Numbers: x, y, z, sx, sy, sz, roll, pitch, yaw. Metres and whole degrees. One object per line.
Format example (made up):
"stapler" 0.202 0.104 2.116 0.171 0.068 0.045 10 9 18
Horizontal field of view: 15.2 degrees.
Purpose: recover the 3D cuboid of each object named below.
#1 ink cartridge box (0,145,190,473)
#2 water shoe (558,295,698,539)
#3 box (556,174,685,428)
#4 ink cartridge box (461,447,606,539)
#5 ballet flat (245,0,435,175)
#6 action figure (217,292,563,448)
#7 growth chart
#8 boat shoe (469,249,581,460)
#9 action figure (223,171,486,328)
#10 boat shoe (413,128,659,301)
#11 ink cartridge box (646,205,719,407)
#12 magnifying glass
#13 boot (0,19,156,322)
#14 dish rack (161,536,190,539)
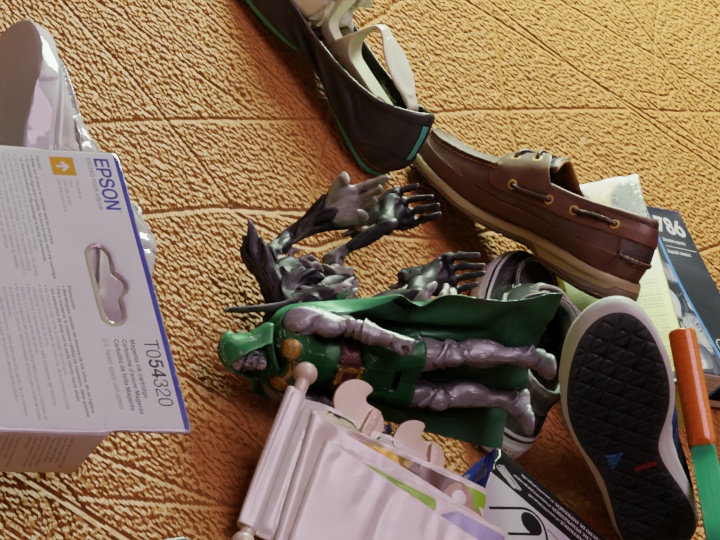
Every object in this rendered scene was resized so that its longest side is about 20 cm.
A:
"ink cartridge box" -0.203 0.016 1.367 0.200 0.043 0.197 5 47 -26
"water shoe" 0.165 0.090 1.715 0.079 0.071 0.200 -97 173 -57
"box" 0.176 0.023 1.851 0.050 0.075 0.200 80 -1 -47
"ink cartridge box" 0.133 0.204 1.618 0.200 0.044 0.094 41 32 -10
"ballet flat" -0.012 -0.159 1.843 0.200 0.068 0.068 55 32 14
"action figure" 0.012 0.057 1.569 0.200 0.118 0.055 6 30 -19
"growth chart" 0.019 0.152 1.513 0.200 0.018 0.145 38 54 -12
"boat shoe" 0.116 0.044 1.759 0.072 0.071 0.200 35 31 -19
"action figure" 0.000 0.000 1.635 0.119 0.102 0.200 60 32 0
"boat shoe" 0.121 -0.049 1.827 0.200 0.068 0.072 34 12 32
"ink cartridge box" 0.215 0.007 1.963 0.099 0.039 0.200 9 46 -46
"magnifying glass" 0.222 0.134 1.725 0.080 0.022 0.200 63 20 -69
"boot" -0.167 -0.044 1.522 0.096 0.074 0.200 29 42 -38
"dish rack" -0.017 0.209 1.390 0.200 0.055 0.154 -1 55 -40
